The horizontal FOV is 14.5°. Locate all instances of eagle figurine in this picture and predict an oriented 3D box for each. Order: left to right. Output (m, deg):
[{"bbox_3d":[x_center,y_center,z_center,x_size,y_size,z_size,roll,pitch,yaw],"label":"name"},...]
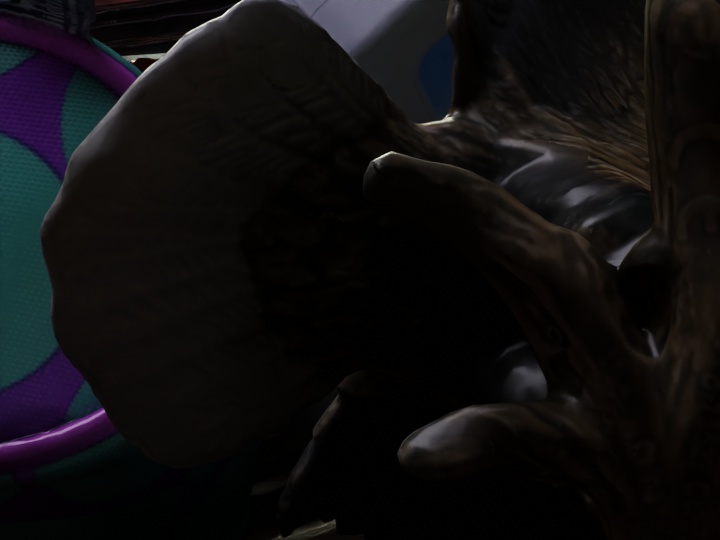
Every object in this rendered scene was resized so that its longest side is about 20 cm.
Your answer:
[{"bbox_3d":[0.047,-0.003,0.460,0.151,0.151,0.200,-28,13,8],"label":"eagle figurine"}]

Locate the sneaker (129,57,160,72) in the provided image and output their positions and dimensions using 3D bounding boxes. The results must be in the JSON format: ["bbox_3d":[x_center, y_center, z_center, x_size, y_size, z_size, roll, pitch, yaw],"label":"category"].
[{"bbox_3d":[0.000,0.000,0.738,0.082,0.078,0.200,-1,22,-45],"label":"sneaker"}]

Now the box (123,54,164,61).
[{"bbox_3d":[-0.156,-0.075,0.964,0.199,0.131,0.199,-13,-14,15],"label":"box"}]

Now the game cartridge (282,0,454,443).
[{"bbox_3d":[0.060,-0.040,0.577,0.199,0.134,0.040,-34,39,-4],"label":"game cartridge"}]

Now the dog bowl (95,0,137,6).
[{"bbox_3d":[-0.009,-0.111,0.725,0.199,0.074,0.200,-6,4,0],"label":"dog bowl"}]

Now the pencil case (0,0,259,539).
[{"bbox_3d":[-0.066,0.020,0.533,0.085,0.092,0.200,-58,-9,-16],"label":"pencil case"}]

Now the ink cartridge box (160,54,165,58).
[{"bbox_3d":[-0.010,-0.029,0.861,0.116,0.068,0.200,16,52,35],"label":"ink cartridge box"}]

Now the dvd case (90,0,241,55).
[{"bbox_3d":[0.036,-0.070,0.697,0.148,0.016,0.200,-7,3,-37],"label":"dvd case"}]

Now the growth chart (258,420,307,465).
[{"bbox_3d":[-0.101,0.053,0.769,0.199,0.018,0.145,-4,-12,-30],"label":"growth chart"}]
